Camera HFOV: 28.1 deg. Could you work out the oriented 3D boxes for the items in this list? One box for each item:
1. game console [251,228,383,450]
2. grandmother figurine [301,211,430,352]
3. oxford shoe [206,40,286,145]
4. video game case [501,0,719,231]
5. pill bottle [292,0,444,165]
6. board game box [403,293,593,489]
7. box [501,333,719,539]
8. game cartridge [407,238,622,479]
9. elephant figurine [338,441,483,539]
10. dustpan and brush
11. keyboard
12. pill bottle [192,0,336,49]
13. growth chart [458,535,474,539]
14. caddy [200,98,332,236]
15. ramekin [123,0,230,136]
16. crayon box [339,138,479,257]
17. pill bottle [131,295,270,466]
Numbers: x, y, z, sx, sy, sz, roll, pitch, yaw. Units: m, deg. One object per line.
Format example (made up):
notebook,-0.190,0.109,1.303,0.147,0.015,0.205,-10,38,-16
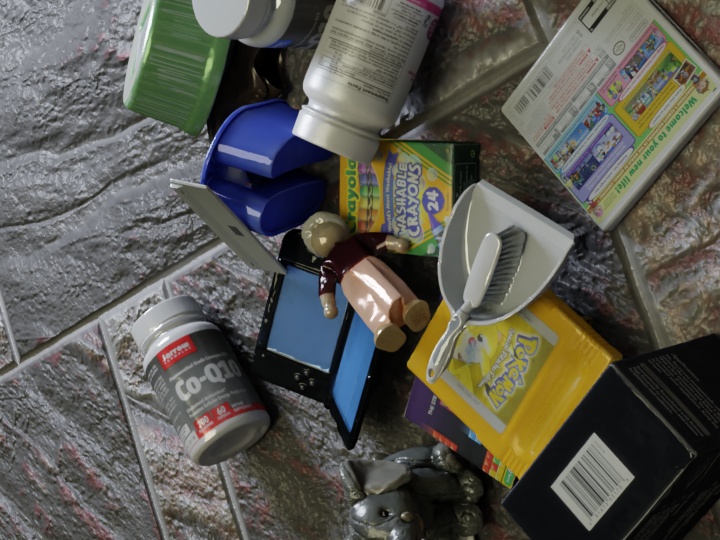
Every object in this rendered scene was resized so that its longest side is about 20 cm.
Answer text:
game console,-0.047,0.078,1.685,0.175,0.116,0.201,20,110,12
grandmother figurine,0.000,0.000,1.591,0.200,0.121,0.061,46,164,39
oxford shoe,-0.137,-0.213,1.770,0.084,0.073,0.201,25,112,36
video game case,0.253,-0.173,1.450,0.182,0.022,0.200,53,126,24
pill bottle,0.005,-0.225,1.579,0.113,0.113,0.201,28,98,37
board game box,0.146,0.108,1.560,0.165,0.057,0.201,30,114,35
box,0.270,0.178,1.355,0.118,0.200,0.197,49,124,26
game cartridge,0.154,0.094,1.491,0.200,0.032,0.177,44,120,32
elephant figurine,0.031,0.260,1.563,0.155,0.200,0.142,-38,73,41
dustpan and brush,0.118,0.025,1.459,0.139,0.057,0.201,34,114,34
keyboard,-0.147,-0.048,1.641,0.056,0.200,0.011,7,65,30
pill bottle,-0.085,-0.307,1.622,0.113,0.199,0.114,7,100,42
growth chart,0.063,0.320,1.689,0.199,0.018,0.146,-3,93,43
caddy,-0.114,-0.123,1.684,0.105,0.200,0.142,21,111,21
ramekin,-0.223,-0.273,1.757,0.200,0.097,0.201,-167,90,-75
crayon box,0.041,-0.085,1.636,0.199,0.051,0.126,7,100,42
pill bottle,-0.209,0.139,1.851,0.114,0.114,0.200,-48,64,35
